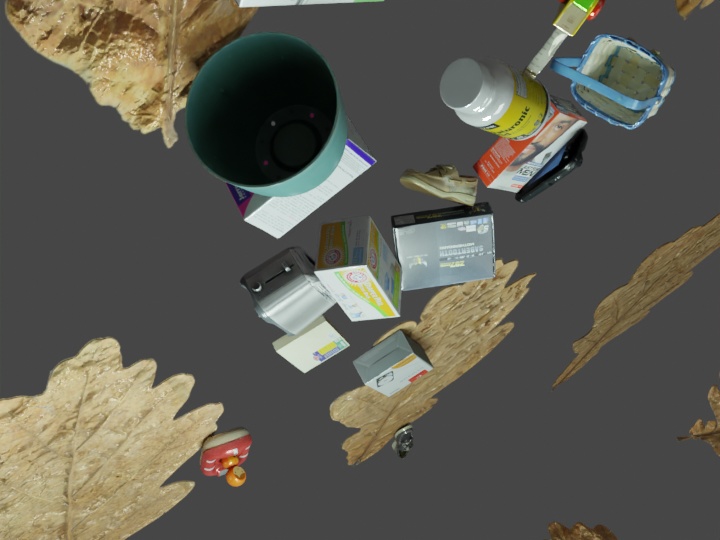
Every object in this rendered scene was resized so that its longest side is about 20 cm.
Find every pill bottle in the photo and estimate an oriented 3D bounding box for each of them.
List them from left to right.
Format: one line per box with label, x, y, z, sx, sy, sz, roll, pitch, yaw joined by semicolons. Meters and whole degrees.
pill bottle;0.218;-0.283;1.328;0.200;0.111;0.111;6;137;-49

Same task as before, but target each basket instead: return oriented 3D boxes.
basket;0.443;-0.333;1.420;0.200;0.176;0.139;-23;142;-45

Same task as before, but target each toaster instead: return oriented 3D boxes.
toaster;-0.126;0.041;1.542;0.129;0.114;0.200;-35;151;5

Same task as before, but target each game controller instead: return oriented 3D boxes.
game controller;0.377;-0.206;1.616;0.042;0.105;0.200;25;154;-15

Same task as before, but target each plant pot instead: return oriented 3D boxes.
plant pot;-0.106;-0.187;1.077;0.200;0.201;0.161;-33;166;6

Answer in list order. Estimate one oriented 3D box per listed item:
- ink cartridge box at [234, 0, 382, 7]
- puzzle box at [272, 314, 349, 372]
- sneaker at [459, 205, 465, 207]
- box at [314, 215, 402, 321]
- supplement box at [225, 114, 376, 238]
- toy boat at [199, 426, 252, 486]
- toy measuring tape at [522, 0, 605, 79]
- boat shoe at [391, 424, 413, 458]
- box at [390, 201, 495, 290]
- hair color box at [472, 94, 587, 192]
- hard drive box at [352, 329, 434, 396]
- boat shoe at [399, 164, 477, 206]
ink cartridge box;-0.052;-0.379;0.907;0.200;0.084;0.146;-15;150;-30
puzzle box;-0.111;0.171;1.886;0.133;0.025;0.200;-32;154;1
sneaker;0.172;-0.067;1.683;0.200;0.091;0.078;-21;155;-17
box;0.000;0.000;1.528;0.101;0.113;0.200;-7;147;19
supplement box;-0.095;-0.156;1.237;0.200;0.101;0.103;-38;153;14
toy boat;-0.337;0.496;2.104;0.130;0.131;0.200;-17;151;-26
toy measuring tape;0.324;-0.396;1.281;0.073;0.074;0.200;-4;140;-42
boat shoe;0.159;0.612;2.901;0.072;0.065;0.200;-18;151;-21
box;0.167;-0.046;1.626;0.199;0.051;0.158;-7;126;1
hair color box;0.325;-0.242;1.567;0.111;0.064;0.200;2;138;-47
hard drive box;0.091;0.252;2.182;0.156;0.077;0.200;-34;154;9
boat shoe;0.151;-0.170;1.523;0.200;0.072;0.065;10;97;-44
